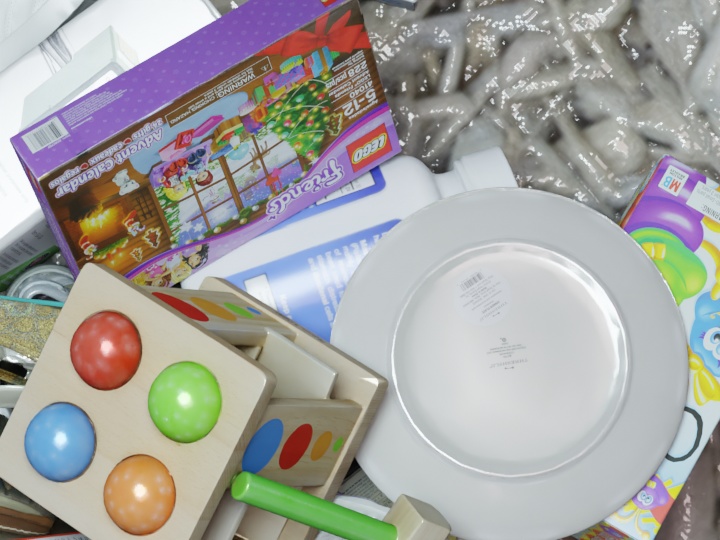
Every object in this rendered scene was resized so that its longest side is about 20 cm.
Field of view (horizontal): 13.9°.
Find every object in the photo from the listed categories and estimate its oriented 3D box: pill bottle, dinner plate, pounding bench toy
[{"bbox_3d":[0.000,0.000,1.704,0.200,0.112,0.112,-19,87,-1],"label":"pill bottle"},{"bbox_3d":[0.082,0.050,1.624,0.200,0.024,0.201,0,77,-1],"label":"dinner plate"},{"bbox_3d":[-0.064,0.098,1.542,0.200,0.156,0.124,31,100,25],"label":"pounding bench toy"}]

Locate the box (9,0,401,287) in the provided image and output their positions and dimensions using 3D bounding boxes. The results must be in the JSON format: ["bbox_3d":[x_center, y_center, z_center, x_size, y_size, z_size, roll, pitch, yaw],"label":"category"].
[{"bbox_3d":[-0.081,-0.069,1.617,0.200,0.137,0.039,-31,54,-9],"label":"box"}]

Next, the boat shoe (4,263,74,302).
[{"bbox_3d":[-0.136,0.086,1.713,0.074,0.065,0.202,-33,101,-2],"label":"boat shoe"}]

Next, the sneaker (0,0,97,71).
[{"bbox_3d":[-0.226,-0.165,1.735,0.116,0.074,0.200,41,79,4],"label":"sneaker"}]

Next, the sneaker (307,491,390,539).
[{"bbox_3d":[0.003,0.158,1.655,0.200,0.114,0.073,27,95,27],"label":"sneaker"}]

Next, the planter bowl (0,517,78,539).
[{"bbox_3d":[-0.202,0.237,1.680,0.200,0.135,0.201,0,87,0],"label":"planter bowl"}]

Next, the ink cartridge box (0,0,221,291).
[{"bbox_3d":[-0.158,-0.082,1.690,0.200,0.146,0.084,-36,86,-2],"label":"ink cartridge box"}]

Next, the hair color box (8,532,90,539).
[{"bbox_3d":[-0.160,0.244,1.571,0.111,0.064,0.201,-6,108,-14],"label":"hair color box"}]

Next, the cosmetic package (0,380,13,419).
[{"bbox_3d":[-0.297,0.110,1.713,0.200,0.081,0.113,-26,89,-2],"label":"cosmetic package"}]

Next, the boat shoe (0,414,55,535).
[{"bbox_3d":[-0.265,0.105,1.645,0.200,0.076,0.074,21,121,-9],"label":"boat shoe"}]

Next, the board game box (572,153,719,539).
[{"bbox_3d":[0.161,0.052,1.691,0.103,0.105,0.200,30,79,2],"label":"board game box"}]

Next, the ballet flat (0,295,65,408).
[{"bbox_3d":[-0.229,0.039,1.632,0.199,0.071,0.071,11,87,9],"label":"ballet flat"}]

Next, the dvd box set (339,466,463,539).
[{"bbox_3d":[0.052,0.200,1.733,0.146,0.029,0.200,-39,87,-2],"label":"dvd box set"}]

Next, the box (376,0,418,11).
[{"bbox_3d":[-0.014,-0.271,1.752,0.156,0.041,0.201,15,86,1],"label":"box"}]
